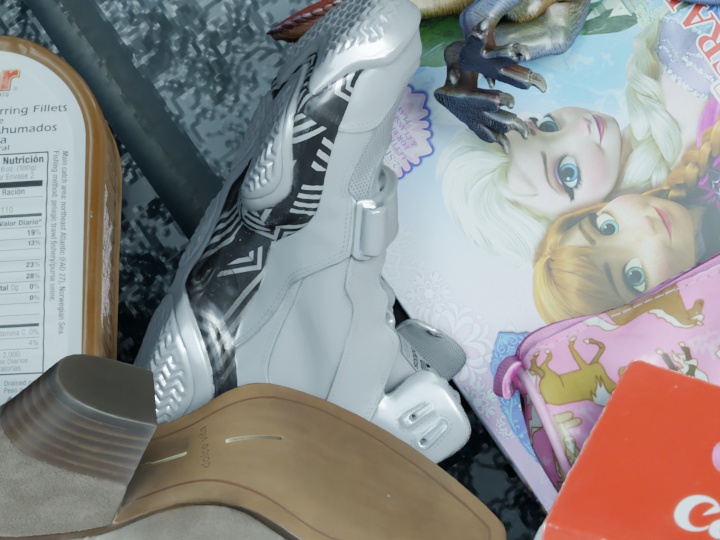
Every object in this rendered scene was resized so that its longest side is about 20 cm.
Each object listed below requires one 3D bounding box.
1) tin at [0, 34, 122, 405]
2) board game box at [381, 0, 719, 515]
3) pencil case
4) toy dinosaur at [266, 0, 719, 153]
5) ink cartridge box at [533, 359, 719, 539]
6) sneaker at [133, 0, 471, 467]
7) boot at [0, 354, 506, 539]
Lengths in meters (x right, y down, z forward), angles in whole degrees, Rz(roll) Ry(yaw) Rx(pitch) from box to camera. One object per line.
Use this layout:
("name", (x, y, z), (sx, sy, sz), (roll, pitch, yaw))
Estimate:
("tin", (-0.148, 0.002, 1.109), (0.111, 0.042, 0.201), (-1, 65, -1))
("board game box", (0.103, -0.033, 1.118), (0.199, 0.041, 0.200), (-36, 83, 2))
("pencil case", (0.150, 0.025, 1.049), (0.199, 0.083, 0.087), (-28, 58, 3))
("toy dinosaur", (0.087, -0.141, 1.067), (0.199, 0.105, 0.182), (24, 69, 17))
("ink cartridge box", (0.121, 0.145, 1.032), (0.162, 0.057, 0.201), (17, 117, -24))
("sneaker", (0.000, 0.000, 1.053), (0.114, 0.075, 0.201), (25, 112, -11))
("boot", (-0.067, 0.107, 1.040), (0.199, 0.070, 0.146), (23, 127, -14))
